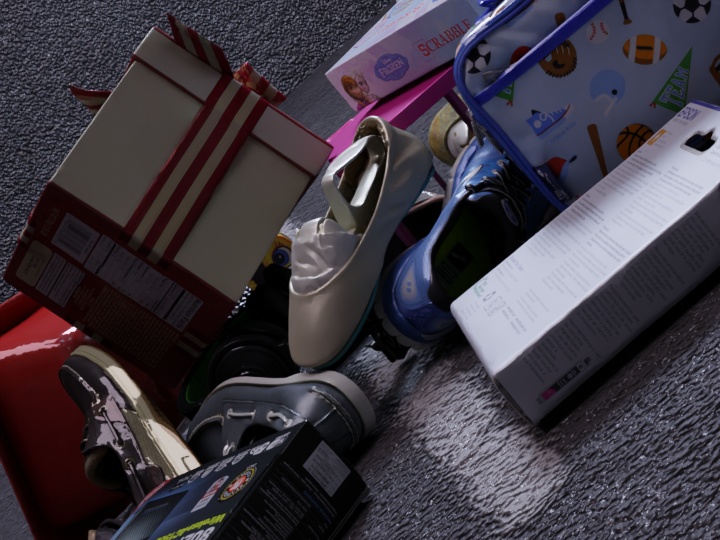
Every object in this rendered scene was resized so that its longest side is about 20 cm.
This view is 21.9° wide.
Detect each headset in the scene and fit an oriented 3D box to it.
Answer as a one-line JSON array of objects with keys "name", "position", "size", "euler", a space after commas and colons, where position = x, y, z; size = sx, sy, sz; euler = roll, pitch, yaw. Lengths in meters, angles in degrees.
[{"name": "headset", "position": [-0.052, 0.058, 1.339], "size": [0.199, 0.094, 0.124], "euler": [-31, 23, 47]}]

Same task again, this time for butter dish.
[{"name": "butter dish", "position": [-0.195, 0.098, 1.465], "size": [0.147, 0.201, 0.200], "euler": [-19, 10, 24]}]

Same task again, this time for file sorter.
[{"name": "file sorter", "position": [0.089, -0.104, 1.388], "size": [0.200, 0.126, 0.139], "euler": [-40, 11, 4]}]

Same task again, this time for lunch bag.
[{"name": "lunch bag", "position": [0.158, -0.138, 1.185], "size": [0.199, 0.161, 0.076], "euler": [-38, 11, 13]}]

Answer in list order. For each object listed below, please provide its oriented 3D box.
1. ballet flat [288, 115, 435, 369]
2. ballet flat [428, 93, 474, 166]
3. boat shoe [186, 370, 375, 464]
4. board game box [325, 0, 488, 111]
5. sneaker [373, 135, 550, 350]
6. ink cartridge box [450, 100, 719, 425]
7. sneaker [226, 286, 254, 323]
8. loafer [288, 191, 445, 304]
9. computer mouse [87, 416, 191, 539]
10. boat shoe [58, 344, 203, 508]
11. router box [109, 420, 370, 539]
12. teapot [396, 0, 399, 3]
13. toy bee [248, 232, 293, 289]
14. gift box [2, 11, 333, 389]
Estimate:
[{"name": "ballet flat", "position": [-0.012, -0.026, 1.245], "size": [0.069, 0.069, 0.201], "euler": [-29, 28, 48]}, {"name": "ballet flat", "position": [0.119, -0.126, 1.553], "size": [0.199, 0.071, 0.071], "euler": [-32, 14, 43]}, {"name": "boat shoe", "position": [-0.070, 0.115, 1.244], "size": [0.062, 0.073, 0.199], "euler": [-44, 15, -35]}, {"name": "board game box", "position": [0.090, -0.217, 1.382], "size": [0.200, 0.041, 0.199], "euler": [-47, 13, -28]}, {"name": "sneaker", "position": [0.091, -0.034, 1.249], "size": [0.201, 0.078, 0.089], "euler": [-57, 14, -26]}, {"name": "ink cartridge box", "position": [0.146, -0.011, 1.050], "size": [0.199, 0.043, 0.196], "euler": [-39, 10, 4]}, {"name": "sneaker", "position": [-0.135, 0.039, 1.533], "size": [0.073, 0.081, 0.200], "euler": [-32, 34, -15]}, {"name": "loafer", "position": [0.000, 0.000, 1.467], "size": [0.200, 0.072, 0.063], "euler": [-45, 18, -30]}, {"name": "computer mouse", "position": [-0.120, 0.143, 1.392], "size": [0.109, 0.044, 0.200], "euler": [-21, 26, 54]}, {"name": "boat shoe", "position": [-0.167, 0.124, 1.309], "size": [0.064, 0.074, 0.200], "euler": [-32, 44, -19]}, {"name": "router box", "position": [-0.103, 0.182, 1.119], "size": [0.199, 0.062, 0.150], "euler": [-29, 18, 51]}, {"name": "teapot", "position": [0.130, -0.250, 1.801], "size": [0.199, 0.147, 0.197], "euler": [-28, 35, -19]}, {"name": "toy bee", "position": [-0.084, 0.009, 1.614], "size": [0.200, 0.109, 0.131], "euler": [-47, 11, -21]}, {"name": "gift box", "position": [-0.148, -0.062, 1.374], "size": [0.184, 0.199, 0.188], "euler": [-41, 15, 54]}]
